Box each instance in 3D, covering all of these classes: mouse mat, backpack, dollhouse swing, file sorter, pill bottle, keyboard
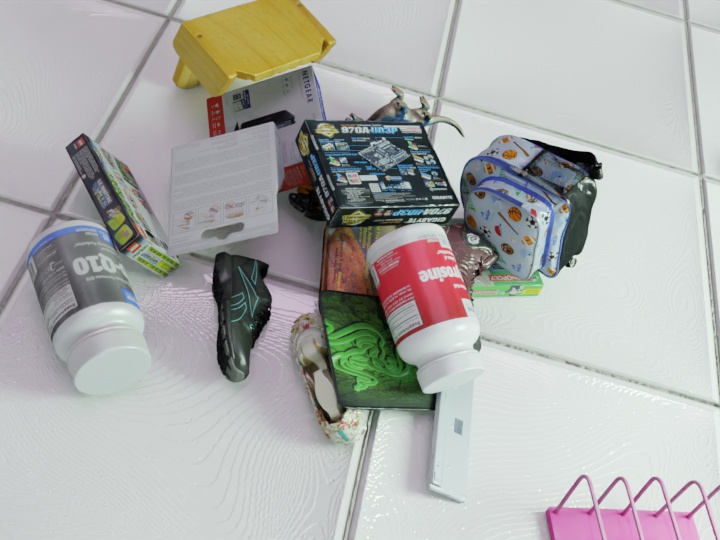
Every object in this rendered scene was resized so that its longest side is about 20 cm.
[{"bbox_3d":[0.038,0.106,1.196,0.198,0.008,0.162,7,60,-35],"label":"mouse mat"},{"bbox_3d":[0.232,-0.095,1.334,0.153,0.201,0.190,-30,54,-29],"label":"backpack"},{"bbox_3d":[-0.177,-0.318,1.444,0.199,0.176,0.182,-27,65,-31],"label":"dollhouse swing"},{"bbox_3d":[0.344,0.325,1.080,0.198,0.126,0.140,5,49,-11],"label":"file sorter"},{"bbox_3d":[-0.335,0.046,1.135,0.113,0.114,0.201,-14,56,-25],"label":"pill bottle"},{"bbox_3d":[0.088,0.050,1.187,0.111,0.112,0.202,-11,69,-23],"label":"pill bottle"},{"bbox_3d":[0.120,0.200,1.189,0.056,0.011,0.201,30,47,-22],"label":"keyboard"}]

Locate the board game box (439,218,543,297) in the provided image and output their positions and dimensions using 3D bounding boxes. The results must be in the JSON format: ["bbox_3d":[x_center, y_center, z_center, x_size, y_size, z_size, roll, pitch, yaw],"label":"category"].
[{"bbox_3d":[0.164,-0.021,1.382,0.198,0.029,0.136,0,52,-16],"label":"board game box"}]

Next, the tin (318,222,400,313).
[{"bbox_3d":[0.000,0.000,1.271,0.111,0.042,0.202,6,73,-7],"label":"tin"}]

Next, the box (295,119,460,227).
[{"bbox_3d":[0.024,-0.138,1.286,0.198,0.046,0.160,-4,57,-29],"label":"box"}]

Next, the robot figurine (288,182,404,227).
[{"bbox_3d":[-0.009,-0.112,1.375,0.198,0.058,0.146,16,55,13],"label":"robot figurine"}]

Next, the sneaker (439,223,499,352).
[{"bbox_3d":[0.156,0.017,1.289,0.114,0.076,0.202,-14,73,-23],"label":"sneaker"}]

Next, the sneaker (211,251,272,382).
[{"bbox_3d":[-0.152,0.055,1.204,0.078,0.076,0.201,3,51,-16],"label":"sneaker"}]

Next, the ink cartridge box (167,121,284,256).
[{"bbox_3d":[-0.186,-0.105,1.279,0.161,0.057,0.202,-12,59,9],"label":"ink cartridge box"}]

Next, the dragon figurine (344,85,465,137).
[{"bbox_3d":[0.069,-0.240,1.518,0.198,0.100,0.059,12,44,-32],"label":"dragon figurine"}]

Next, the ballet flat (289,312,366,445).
[{"bbox_3d":[-0.045,0.127,1.170,0.075,0.064,0.201,-32,58,7],"label":"ballet flat"}]

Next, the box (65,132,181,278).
[{"bbox_3d":[-0.324,-0.089,1.256,0.035,0.110,0.201,-37,61,6],"label":"box"}]

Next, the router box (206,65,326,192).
[{"bbox_3d":[-0.138,-0.206,1.393,0.178,0.049,0.201,-17,52,5],"label":"router box"}]
